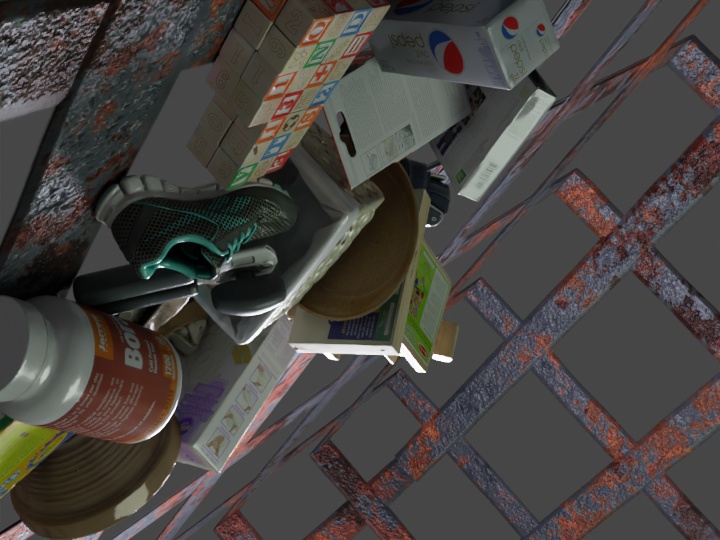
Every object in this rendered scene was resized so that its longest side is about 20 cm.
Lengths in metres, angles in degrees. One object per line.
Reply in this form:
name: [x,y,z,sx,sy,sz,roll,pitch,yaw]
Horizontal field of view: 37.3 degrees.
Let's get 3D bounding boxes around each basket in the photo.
basket: [-0.085,-0.045,1.106,0.200,0.136,0.123,-48,170,27]

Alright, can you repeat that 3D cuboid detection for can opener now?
can opener: [-0.171,0.015,1.011,0.197,0.067,0.053,-9,152,-6]

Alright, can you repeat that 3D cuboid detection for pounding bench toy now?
pounding bench toy: [0.021,0.051,1.317,0.200,0.154,0.126,51,50,-51]

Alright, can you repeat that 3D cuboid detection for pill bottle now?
pill bottle: [-0.258,0.087,0.953,0.112,0.112,0.200,-45,151,8]

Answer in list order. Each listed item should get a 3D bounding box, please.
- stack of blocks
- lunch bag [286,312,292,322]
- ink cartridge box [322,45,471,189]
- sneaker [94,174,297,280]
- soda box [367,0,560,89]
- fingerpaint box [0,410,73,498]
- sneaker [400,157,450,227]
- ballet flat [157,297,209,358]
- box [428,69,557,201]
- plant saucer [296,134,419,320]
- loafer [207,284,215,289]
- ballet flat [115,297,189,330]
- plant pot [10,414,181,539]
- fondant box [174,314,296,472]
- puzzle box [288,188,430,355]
stack of blocks: [-0.073,-0.163,0.910,0.115,0.059,0.201,-29,162,-52]
lunch bag: [-0.025,-0.016,1.459,0.199,0.117,0.165,-36,164,-42]
ink cartridge box: [0.026,-0.173,1.094,0.050,0.110,0.199,5,-148,47]
sneaker: [-0.136,-0.030,0.954,0.198,0.092,0.078,-6,147,-38]
soda box: [0.083,-0.216,0.963,0.068,0.064,0.199,-40,-148,-18]
fingerpaint box: [-0.391,0.186,1.023,0.200,0.073,0.167,-42,168,-6]
sneaker: [0.054,-0.125,1.259,0.203,0.144,0.078,128,-23,-58]
ballet flat: [-0.229,0.086,1.257,0.199,0.063,0.069,-29,161,-53]
box: [0.127,-0.193,1.189,0.036,0.201,0.145,18,122,-34]
plant saucer: [-0.014,-0.046,1.173,0.200,0.201,0.035,-48,154,21]
loafer: [-0.128,-0.009,1.301,0.200,0.062,0.073,-57,162,-68]
ballet flat: [-0.224,0.031,1.082,0.067,0.068,0.201,-6,142,-49]
plant pot: [-0.306,0.187,1.176,0.200,0.200,0.094,-39,127,-24]
fondant box: [-0.178,0.134,1.288,0.058,0.143,0.201,54,55,-36]
puzzle box: [0.000,0.000,1.215,0.025,0.131,0.202,51,46,-52]
